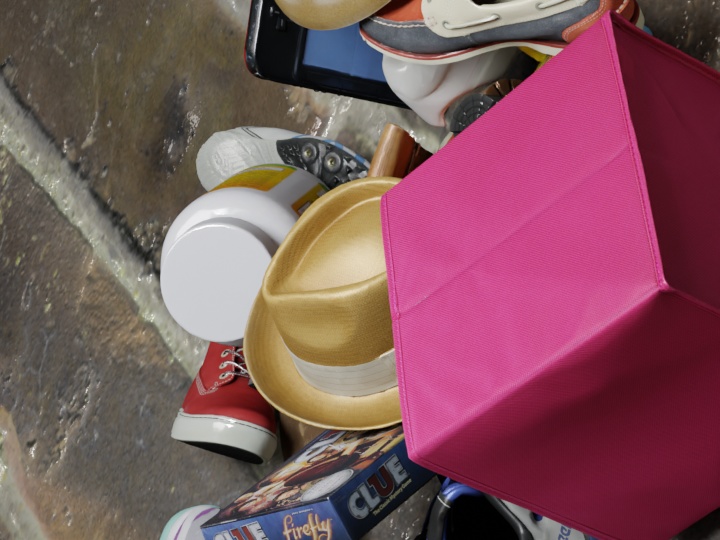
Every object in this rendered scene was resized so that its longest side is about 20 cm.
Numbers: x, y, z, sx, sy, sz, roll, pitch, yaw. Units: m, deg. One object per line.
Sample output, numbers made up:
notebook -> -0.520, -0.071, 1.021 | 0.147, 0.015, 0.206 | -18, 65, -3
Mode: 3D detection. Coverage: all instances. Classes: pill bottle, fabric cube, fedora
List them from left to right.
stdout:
pill bottle -> -0.078, -0.009, 1.855 | 0.111, 0.111, 0.200 | -63, -4, 13
fedora -> 0.005, 0.003, 1.643 | 0.200, 0.082, 0.201 | -16, 50, 20
fabric cube -> 0.152, 0.011, 1.492 | 0.199, 0.196, 0.200 | -39, 42, 35

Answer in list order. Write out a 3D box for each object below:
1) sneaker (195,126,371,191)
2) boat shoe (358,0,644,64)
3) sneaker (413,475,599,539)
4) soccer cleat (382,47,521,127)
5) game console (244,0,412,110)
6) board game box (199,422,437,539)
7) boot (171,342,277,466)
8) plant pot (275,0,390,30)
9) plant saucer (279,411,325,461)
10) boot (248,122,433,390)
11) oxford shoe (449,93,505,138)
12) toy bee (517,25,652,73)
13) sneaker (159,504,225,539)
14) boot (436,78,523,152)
sneaker -> -0.042, -0.072, 2.006 | 0.200, 0.072, 0.072 | 16, 104, 46
boat shoe -> 0.078, -0.170, 1.630 | 0.200, 0.063, 0.071 | 5, 58, 33
sneaker -> 0.081, 0.144, 1.630 | 0.081, 0.115, 0.199 | -62, 32, 15
soccer cleat -> 0.099, -0.183, 1.803 | 0.200, 0.078, 0.069 | -41, 34, -9
game console -> 0.037, -0.201, 1.816 | 0.118, 0.200, 0.173 | 9, 91, 45
board game box -> 0.009, 0.116, 1.654 | 0.135, 0.200, 0.035 | -20, 102, 49
boot -> -0.087, 0.067, 1.958 | 0.200, 0.072, 0.145 | -171, 101, -79
plant pot -> -0.004, -0.253, 1.693 | 0.200, 0.027, 0.201 | -26, 52, 39
plant saucer -> -0.002, 0.082, 1.887 | 0.200, 0.029, 0.201 | -36, 44, 45
boot -> 0.000, 0.000, 1.774 | 0.068, 0.188, 0.201 | 22, 92, 17
oxford shoe -> 0.125, -0.019, 1.697 | 0.073, 0.084, 0.201 | -21, 76, 46
toy bee -> 0.147, -0.136, 1.698 | 0.131, 0.200, 0.109 | 51, 148, 9
sneaker -> -0.108, 0.263, 1.912 | 0.140, 0.078, 0.201 | -16, 61, 56
boot -> 0.080, -0.020, 1.780 | 0.107, 0.075, 0.201 | 152, 130, -66
